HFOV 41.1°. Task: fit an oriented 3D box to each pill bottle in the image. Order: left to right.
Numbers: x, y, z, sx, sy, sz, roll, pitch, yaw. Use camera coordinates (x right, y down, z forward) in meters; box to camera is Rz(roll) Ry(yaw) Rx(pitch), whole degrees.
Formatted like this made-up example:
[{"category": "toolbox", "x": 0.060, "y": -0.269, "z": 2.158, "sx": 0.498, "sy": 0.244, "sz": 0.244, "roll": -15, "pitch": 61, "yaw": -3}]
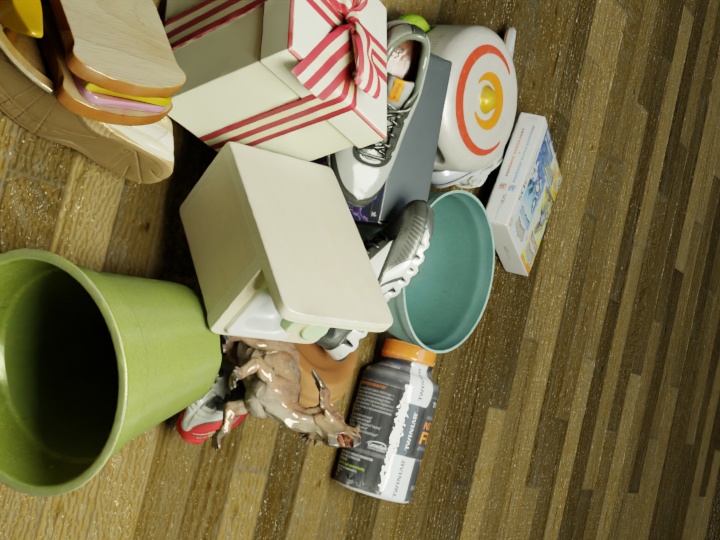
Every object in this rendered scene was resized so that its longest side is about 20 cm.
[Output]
[{"category": "pill bottle", "x": 0.041, "y": 0.193, "z": 1.257, "sx": 0.106, "sy": 0.106, "sz": 0.201, "roll": 24, "pitch": 79, "yaw": -51}]

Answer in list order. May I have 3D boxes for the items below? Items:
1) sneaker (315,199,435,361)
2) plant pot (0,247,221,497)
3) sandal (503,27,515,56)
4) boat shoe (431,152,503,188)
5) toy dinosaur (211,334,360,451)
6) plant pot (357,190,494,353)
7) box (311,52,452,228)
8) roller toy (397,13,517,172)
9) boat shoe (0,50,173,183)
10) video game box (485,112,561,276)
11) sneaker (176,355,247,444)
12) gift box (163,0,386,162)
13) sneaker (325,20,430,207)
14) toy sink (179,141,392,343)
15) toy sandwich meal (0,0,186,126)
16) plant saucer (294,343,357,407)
[{"category": "sneaker", "x": 0.000, "y": 0.000, "z": 1.025, "sx": 0.090, "sy": 0.067, "sz": 0.201, "roll": 31, "pitch": 100, "yaw": -30}, {"category": "plant pot", "x": -0.225, "y": 0.076, "z": 0.855, "sx": 0.190, "sy": 0.199, "sz": 0.202, "roll": -9, "pitch": 105, "yaw": -63}, {"category": "sandal", "x": 0.185, "y": -0.274, "z": 1.383, "sx": 0.079, "sy": 0.059, "sz": 0.208, "roll": 88, "pitch": 13, "yaw": -49}, {"category": "boat shoe", "x": 0.157, "y": -0.147, "z": 1.355, "sx": 0.200, "sy": 0.073, "sz": 0.067, "roll": -36, "pitch": 125, "yaw": -43}, {"category": "toy dinosaur", "x": -0.085, "y": 0.101, "z": 0.963, "sx": 0.135, "sy": 0.086, "sz": 0.201, "roll": -1, "pitch": 62, "yaw": -33}, {"category": "plant pot", "x": 0.062, "y": -0.006, "z": 1.217, "sx": 0.200, "sy": 0.134, "sz": 0.202, "roll": -14, "pitch": 108, "yaw": -49}, {"category": "box", "x": 0.017, "y": -0.152, "z": 1.118, "sx": 0.079, "sy": 0.141, "sz": 0.202, "roll": 11, "pitch": 89, "yaw": -46}, {"category": "roller toy", "x": 0.114, "y": -0.220, "z": 1.232, "sx": 0.199, "sy": 0.139, "sz": 0.184, "roll": 5, "pitch": 94, "yaw": -52}, {"category": "boat shoe", "x": -0.249, "y": -0.152, "z": 0.854, "sx": 0.200, "sy": 0.073, "sz": 0.070, "roll": 35, "pitch": 47, "yaw": -41}, {"category": "video game box", "x": 0.251, "y": -0.112, "z": 1.471, "sx": 0.183, "sy": 0.047, "sz": 0.200, "roll": -66, "pitch": 154, "yaw": -13}, {"category": "sneaker", "x": -0.137, "y": 0.130, "z": 1.059, "sx": 0.085, "sy": 0.077, "sz": 0.200, "roll": -53, "pitch": 166, "yaw": 27}, {"category": "gift box", "x": -0.079, "y": -0.211, "z": 0.913, "sx": 0.200, "sy": 0.186, "sz": 0.186, "roll": 30, "pitch": 52, "yaw": -53}, {"category": "sneaker", "x": 0.019, "y": -0.163, "z": 0.997, "sx": 0.073, "sy": 0.079, "sz": 0.201, "roll": 16, "pitch": 97, "yaw": -18}, {"category": "toy sink", "x": -0.076, "y": -0.002, "z": 0.913, "sx": 0.130, "sy": 0.112, "sz": 0.201, "roll": 9, "pitch": 47, "yaw": -41}, {"category": "toy sandwich meal", "x": -0.227, "y": -0.217, "z": 0.797, "sx": 0.205, "sy": 0.070, "sz": 0.206, "roll": 30, "pitch": 47, "yaw": -39}, {"category": "plant saucer", "x": -0.062, "y": 0.057, "z": 1.085, "sx": 0.200, "sy": 0.037, "sz": 0.201, "roll": 36, "pitch": 44, "yaw": -44}]
